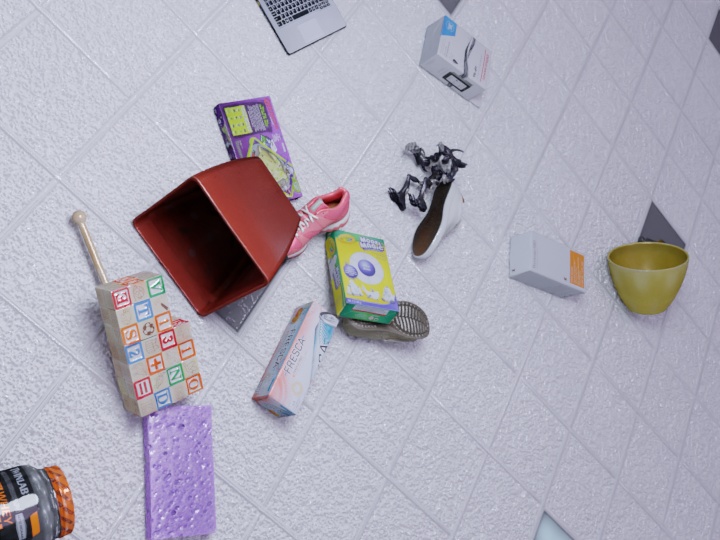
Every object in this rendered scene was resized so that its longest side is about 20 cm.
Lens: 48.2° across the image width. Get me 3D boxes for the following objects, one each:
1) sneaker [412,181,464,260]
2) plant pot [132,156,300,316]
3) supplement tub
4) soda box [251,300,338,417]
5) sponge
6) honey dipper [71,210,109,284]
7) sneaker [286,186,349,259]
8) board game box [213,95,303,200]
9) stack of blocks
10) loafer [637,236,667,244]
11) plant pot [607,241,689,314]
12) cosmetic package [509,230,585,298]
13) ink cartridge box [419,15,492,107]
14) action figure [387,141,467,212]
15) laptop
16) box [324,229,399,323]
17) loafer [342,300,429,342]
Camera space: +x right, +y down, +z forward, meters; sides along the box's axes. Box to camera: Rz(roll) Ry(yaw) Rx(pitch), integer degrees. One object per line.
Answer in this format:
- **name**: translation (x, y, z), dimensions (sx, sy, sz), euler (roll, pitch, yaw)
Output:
- **sneaker**: translation (0.178, -0.094, 1.723), dimensions (0.085, 0.072, 0.202), euler (44, 61, -34)
- **plant pot**: translation (-0.218, -0.076, 1.342), dimensions (0.201, 0.199, 0.176), euler (55, 44, -12)
- **supplement tub**: translation (-0.488, 0.331, 1.054), dimensions (0.198, 0.122, 0.124), euler (-11, 84, -39)
- **soda box**: translation (-0.114, 0.157, 1.432), dimensions (0.068, 0.063, 0.202), euler (38, 58, -23)
- **sponge**: translation (-0.286, 0.316, 1.275), dimensions (0.110, 0.030, 0.203), euler (5, 75, -37)
- **honey dipper**: translation (-0.406, 0.001, 1.264), dimensions (0.038, 0.038, 0.203), euler (-21, 91, -39)
- **sneaker**: translation (-0.097, -0.097, 1.480), dimensions (0.199, 0.087, 0.074), euler (-34, 70, -30)
- **board game box**: translation (-0.189, -0.219, 1.501), dimensions (0.119, 0.032, 0.203), euler (-18, 90, -35)
- **stack of blocks**: translation (-0.324, 0.107, 1.246), dimensions (0.114, 0.058, 0.203), euler (-22, 110, -39)
- **loafer**: translation (0.840, -0.053, 2.231), dimensions (0.198, 0.072, 0.073), euler (7, 68, -38)
- **plant pot**: translation (0.736, 0.028, 2.071), dimensions (0.199, 0.198, 0.144), euler (-25, 118, -39)
- **cosmetic package**: translation (0.446, -0.012, 1.910), dimensions (0.198, 0.071, 0.103), euler (18, 67, -33)
- **ink cartridge box**: translation (0.239, -0.485, 1.883), dimensions (0.198, 0.067, 0.118), euler (27, 62, -30)
- **action figure**: translation (0.148, -0.216, 1.708), dimensions (0.201, 0.118, 0.103), euler (-52, 142, -27)
- **laptop**: translation (-0.106, -0.571, 1.607), dimensions (0.187, 0.115, 0.202), euler (-38, 101, -37)
- **box**: translation (0.000, 0.000, 1.530), dimensions (0.116, 0.049, 0.202), euler (10, 47, -27)
- **loafer**: translation (0.047, 0.099, 1.568), dimensions (0.198, 0.068, 0.077), euler (12, 67, -31)
